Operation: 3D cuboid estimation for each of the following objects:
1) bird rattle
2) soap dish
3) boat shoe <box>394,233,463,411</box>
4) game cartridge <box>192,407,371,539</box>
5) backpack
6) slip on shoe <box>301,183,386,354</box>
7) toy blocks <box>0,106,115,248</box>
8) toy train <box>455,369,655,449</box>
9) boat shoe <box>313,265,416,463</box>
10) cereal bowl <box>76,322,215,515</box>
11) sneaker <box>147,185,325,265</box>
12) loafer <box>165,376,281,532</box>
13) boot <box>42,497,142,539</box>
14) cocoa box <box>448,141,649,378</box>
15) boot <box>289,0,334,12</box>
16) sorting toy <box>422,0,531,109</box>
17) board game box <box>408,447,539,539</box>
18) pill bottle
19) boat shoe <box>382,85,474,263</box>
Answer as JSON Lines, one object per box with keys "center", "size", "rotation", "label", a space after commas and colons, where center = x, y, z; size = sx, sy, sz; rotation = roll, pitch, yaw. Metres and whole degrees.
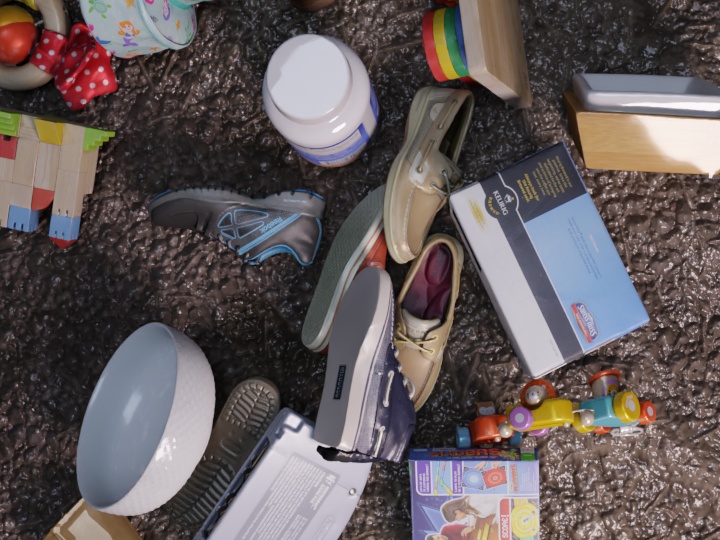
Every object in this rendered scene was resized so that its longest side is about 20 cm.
{"center": [-0.371, -0.272, 1.246], "size": [0.161, 0.113, 0.202], "rotation": [-21, 97, 16], "label": "bird rattle"}
{"center": [0.287, -0.150, 1.104], "size": [0.155, 0.200, 0.083], "rotation": [3, 105, 6], "label": "soap dish"}
{"center": [0.061, 0.056, 1.170], "size": [0.073, 0.066, 0.203], "rotation": [12, 88, 7], "label": "boat shoe"}
{"center": [-0.081, 0.255, 1.154], "size": [0.133, 0.040, 0.201], "rotation": [33, 95, -23], "label": "game cartridge"}
{"center": [-0.236, -0.335, 1.177], "size": [0.148, 0.177, 0.204], "rotation": [-3, 89, 11], "label": "backpack"}
{"center": [0.000, 0.000, 1.188], "size": [0.061, 0.074, 0.202], "rotation": [26, 82, -27], "label": "slip on shoe"}
{"center": [-0.379, -0.107, 1.226], "size": [0.197, 0.100, 0.139], "rotation": [12, 98, 6], "label": "toy blocks"}
{"center": [0.198, 0.143, 1.121], "size": [0.197, 0.150, 0.057], "rotation": [-5, 73, -2], "label": "toy train"}
{"center": [0.018, 0.104, 1.131], "size": [0.092, 0.074, 0.203], "rotation": [20, 81, -34], "label": "boat shoe"}
{"center": [-0.215, 0.162, 1.151], "size": [0.083, 0.199, 0.202], "rotation": [25, 89, -33], "label": "cereal bowl"}
{"center": [-0.138, -0.048, 1.196], "size": [0.197, 0.073, 0.083], "rotation": [2, 87, 7], "label": "sneaker"}
{"center": [-0.140, 0.198, 1.184], "size": [0.075, 0.068, 0.201], "rotation": [38, 106, 7], "label": "loafer"}
{"center": [-0.281, 0.370, 1.190], "size": [0.200, 0.066, 0.175], "rotation": [44, 79, 6], "label": "boot"}
{"center": [0.190, -0.007, 1.126], "size": [0.130, 0.133, 0.202], "rotation": [-25, 83, 3], "label": "cocoa box"}
{"center": [-0.009, -0.359, 1.162], "size": [0.198, 0.155, 0.078], "rotation": [-27, 83, 4], "label": "boot"}
{"center": [0.111, -0.278, 1.130], "size": [0.069, 0.198, 0.203], "rotation": [-9, 85, 21], "label": "sorting toy"}
{"center": [0.120, 0.285, 1.135], "size": [0.133, 0.034, 0.203], "rotation": [-1, 103, 6], "label": "board game box"}
{"center": [-0.041, -0.178, 1.131], "size": [0.110, 0.200, 0.114], "rotation": [0, 85, 6], "label": "pill bottle"}
{"center": [0.075, -0.104, 1.160], "size": [0.064, 0.072, 0.203], "rotation": [6, 70, 28], "label": "boat shoe"}
